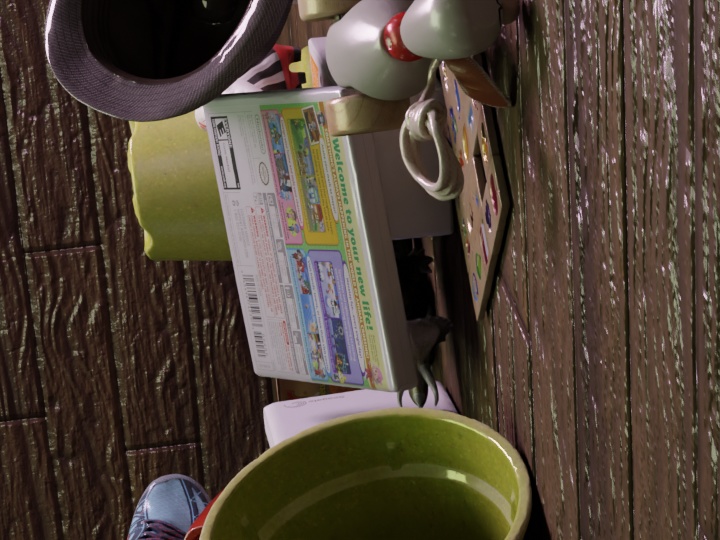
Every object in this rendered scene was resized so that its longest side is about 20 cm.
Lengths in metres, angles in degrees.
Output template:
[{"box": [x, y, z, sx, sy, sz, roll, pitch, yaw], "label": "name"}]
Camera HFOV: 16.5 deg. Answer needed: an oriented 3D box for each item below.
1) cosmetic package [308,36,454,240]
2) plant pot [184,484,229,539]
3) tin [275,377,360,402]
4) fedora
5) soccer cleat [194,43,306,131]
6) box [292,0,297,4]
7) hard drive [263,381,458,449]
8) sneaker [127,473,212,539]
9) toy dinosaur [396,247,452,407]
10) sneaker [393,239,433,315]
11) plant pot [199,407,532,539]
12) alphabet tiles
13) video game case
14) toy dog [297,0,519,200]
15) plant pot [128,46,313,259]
[{"box": [0.012, -0.096, 1.705, 0.200, 0.071, 0.101, -116, 20, -72], "label": "cosmetic package"}, {"box": [-0.006, 0.228, 1.749, 0.176, 0.200, 0.200, -78, -15, -69], "label": "plant pot"}, {"box": [-0.011, 0.106, 1.965, 0.042, 0.112, 0.200, -107, 12, -63], "label": "tin"}, {"box": [-0.112, -0.183, 1.673, 0.090, 0.177, 0.200, 32, -104, -61], "label": "fedora"}, {"box": [-0.076, -0.105, 1.792, 0.200, 0.085, 0.069, -102, 8, -57], "label": "soccer cleat"}, {"box": [-0.039, -0.305, 1.796, 0.200, 0.106, 0.152, 100, 162, -69], "label": "box"}, {"box": [0.008, 0.122, 1.693, 0.200, 0.132, 0.027, -119, 21, -75], "label": "hard drive"}, {"box": [-0.132, 0.214, 1.722, 0.096, 0.079, 0.200, 90, -178, -48], "label": "sneaker"}, {"box": [0.000, 0.000, 1.719, 0.200, 0.077, 0.102, 47, -173, -3], "label": "toy dinosaur"}, {"box": [0.014, -0.015, 1.829, 0.099, 0.071, 0.200, -163, 63, -80], "label": "sneaker"}, {"box": [0.022, 0.216, 1.496, 0.200, 0.200, 0.184, -105, -1, -56], "label": "plant pot"}, {"box": [0.064, -0.092, 1.513, 0.167, 0.008, 0.200, 95, 167, -66], "label": "alphabet tiles"}, {"box": [-0.035, -0.022, 1.649, 0.182, 0.022, 0.200, 3, 105, 57], "label": "video game case"}, {"box": [0.043, -0.127, 1.371, 0.200, 0.096, 0.132, 34, 133, 58], "label": "toy dog"}, {"box": [-0.087, -0.083, 1.975, 0.200, 0.184, 0.201, 173, 90, -90], "label": "plant pot"}]
